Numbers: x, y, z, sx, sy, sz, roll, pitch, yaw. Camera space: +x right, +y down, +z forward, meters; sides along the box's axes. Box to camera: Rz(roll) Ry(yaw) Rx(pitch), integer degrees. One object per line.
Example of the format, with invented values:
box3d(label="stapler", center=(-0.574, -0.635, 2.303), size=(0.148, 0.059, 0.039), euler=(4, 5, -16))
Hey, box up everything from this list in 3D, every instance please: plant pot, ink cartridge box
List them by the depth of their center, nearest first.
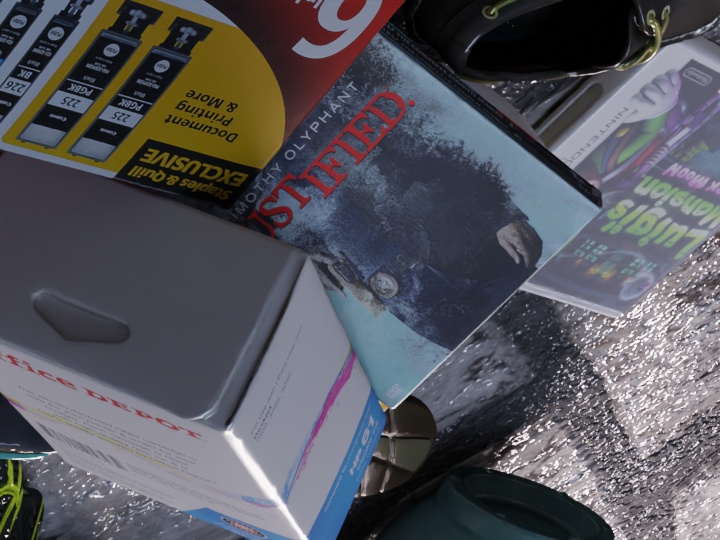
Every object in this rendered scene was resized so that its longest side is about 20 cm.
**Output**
box3d(label="ink cartridge box", center=(-0.111, -0.097, 0.769), size=(0.200, 0.084, 0.176), euler=(14, 128, -43))
box3d(label="ink cartridge box", center=(-0.081, 0.040, 0.888), size=(0.085, 0.144, 0.200), euler=(-64, 162, -16))
box3d(label="plant pot", center=(0.091, 0.212, 1.363), size=(0.200, 0.200, 0.134), euler=(8, 106, -47))

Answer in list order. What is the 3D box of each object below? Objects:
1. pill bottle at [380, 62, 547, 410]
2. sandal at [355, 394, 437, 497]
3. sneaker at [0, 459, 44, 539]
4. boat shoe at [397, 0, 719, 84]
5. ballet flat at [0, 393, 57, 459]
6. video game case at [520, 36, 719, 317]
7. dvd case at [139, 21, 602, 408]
box3d(label="pill bottle", center=(0.000, 0.000, 1.013), size=(0.109, 0.109, 0.200), euler=(3, 136, -44))
box3d(label="sandal", center=(-0.047, 0.082, 1.162), size=(0.200, 0.055, 0.082), euler=(5, 131, -25))
box3d(label="sneaker", center=(-0.214, 0.137, 1.093), size=(0.076, 0.076, 0.200), euler=(8, 151, 2))
box3d(label="boat shoe", center=(0.105, -0.119, 0.973), size=(0.201, 0.061, 0.072), euler=(-6, 143, -36))
box3d(label="ballet flat", center=(-0.147, 0.062, 1.028), size=(0.200, 0.073, 0.073), euler=(16, 128, -38))
box3d(label="video game case", center=(0.154, -0.050, 1.161), size=(0.182, 0.023, 0.200), euler=(-43, 148, 22))
box3d(label="dvd case", center=(-0.015, -0.042, 0.906), size=(0.200, 0.022, 0.146), euler=(38, 116, -16))
